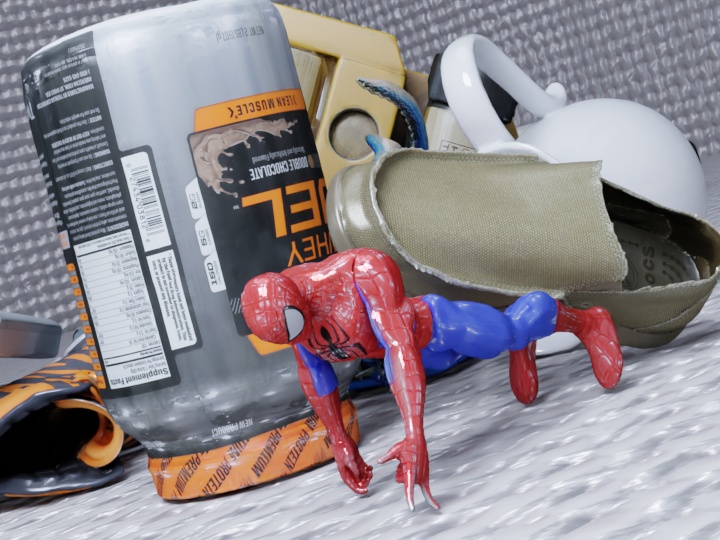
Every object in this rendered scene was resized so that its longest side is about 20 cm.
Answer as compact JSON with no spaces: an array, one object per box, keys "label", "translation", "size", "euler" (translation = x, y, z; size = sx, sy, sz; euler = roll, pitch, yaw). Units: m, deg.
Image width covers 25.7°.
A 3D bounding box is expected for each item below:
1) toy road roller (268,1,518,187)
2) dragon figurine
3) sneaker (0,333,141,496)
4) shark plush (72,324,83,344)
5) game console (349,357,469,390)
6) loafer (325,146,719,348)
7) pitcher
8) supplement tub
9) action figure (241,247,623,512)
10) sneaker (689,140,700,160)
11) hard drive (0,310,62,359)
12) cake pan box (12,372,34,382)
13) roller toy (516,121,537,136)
[{"label":"toy road roller","translation":[0.002,-0.080,0.989],"size":[0.198,0.124,0.146],"euler":[15,2,-2]},{"label":"dragon figurine","translation":[0.015,-0.008,0.762],"size":[0.058,0.100,0.200],"euler":[16,-21,6]},{"label":"sneaker","translation":[-0.135,0.076,0.845],"size":[0.199,0.078,0.112],"euler":[-28,14,-32]},{"label":"shark plush","translation":[-0.158,0.023,1.017],"size":[0.199,0.091,0.084],"euler":[-3,41,54]},{"label":"game console","translation":[0.000,0.000,0.954],"size":[0.169,0.120,0.200],"euler":[-12,4,27]},{"label":"loafer","translation":[0.078,-0.018,0.685],"size":[0.198,0.077,0.067],"euler":[9,-34,-30]},{"label":"pitcher","translation":[0.116,-0.055,0.892],"size":[0.120,0.173,0.200],"euler":[-19,1,29]},{"label":"supplement tub","translation":[-0.070,-0.010,0.700],"size":[0.121,0.203,0.123],"euler":[-15,3,1]},{"label":"action figure","translation":[0.028,0.048,0.580],"size":[0.065,0.100,0.199],"euler":[-17,-21,36]},{"label":"sneaker","translation":[0.311,-0.108,1.889],"size":[0.199,0.077,0.115],"euler":[-21,7,-36]},{"label":"hard drive","translation":[-0.247,0.027,0.879],"size":[0.130,0.027,0.200],"euler":[10,-4,-1]},{"label":"cake pan box","translation":[-0.122,0.067,1.079],"size":[0.198,0.053,0.184],"euler":[-18,1,-30]},{"label":"roller toy","translation":[0.155,-0.087,1.663],"size":[0.198,0.141,0.182],"euler":[-15,2,30]}]
